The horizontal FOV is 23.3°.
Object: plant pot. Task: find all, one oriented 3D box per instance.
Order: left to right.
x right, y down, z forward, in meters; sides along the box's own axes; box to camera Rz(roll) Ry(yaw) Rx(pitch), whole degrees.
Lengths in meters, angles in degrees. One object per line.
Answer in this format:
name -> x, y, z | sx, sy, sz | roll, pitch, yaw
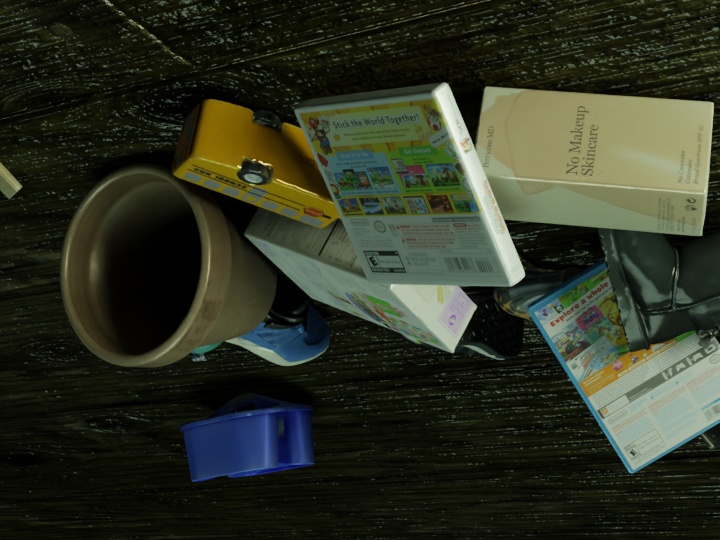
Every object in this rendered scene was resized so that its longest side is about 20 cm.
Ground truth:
plant pot -> -0.176, 0.004, 1.778 | 0.199, 0.203, 0.174 | -8, 168, 35

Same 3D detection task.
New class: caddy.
caddy -> -0.148, 0.216, 2.311 | 0.141, 0.106, 0.199 | -1, 169, -45

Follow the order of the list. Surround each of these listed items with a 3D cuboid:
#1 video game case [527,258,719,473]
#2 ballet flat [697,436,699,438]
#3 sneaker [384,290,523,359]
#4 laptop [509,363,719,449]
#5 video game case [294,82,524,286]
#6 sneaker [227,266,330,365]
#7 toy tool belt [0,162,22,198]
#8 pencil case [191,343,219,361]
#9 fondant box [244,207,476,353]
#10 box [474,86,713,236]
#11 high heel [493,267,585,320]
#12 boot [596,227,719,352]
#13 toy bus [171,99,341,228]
video game case -> 0.276, 0.082, 1.724 | 0.142, 0.018, 0.201 | -31, 100, 11
ballet flat -> 0.392, 0.195, 2.080 | 0.198, 0.057, 0.066 | 17, 169, 0
sneaker -> 0.098, 0.052, 1.863 | 0.082, 0.073, 0.199 | 1, 172, 40
laptop -> 0.288, 0.141, 1.868 | 0.116, 0.200, 0.187 | -45, 165, 16
video game case -> 0.040, -0.071, 1.522 | 0.199, 0.023, 0.183 | 1, 120, 53
sneaker -> -0.078, 0.047, 1.934 | 0.111, 0.078, 0.199 | -24, 150, 36
toy tool belt -> -0.433, -0.097, 1.707 | 0.198, 0.126, 0.123 | -7, 143, 34
pencil case -> -0.223, 0.021, 1.928 | 0.092, 0.086, 0.200 | -14, 147, 28
fondant box -> 0.000, 0.000, 1.740 | 0.199, 0.059, 0.144 | 22, 165, 38
box -> 0.198, -0.094, 1.497 | 0.198, 0.096, 0.078 | 4, 154, 10
high heel -> 0.241, 0.041, 1.827 | 0.199, 0.072, 0.142 | 22, 163, -28
boot -> 0.310, -0.016, 1.637 | 0.161, 0.074, 0.200 | -15, 120, 11
toy bus -> -0.069, -0.093, 1.637 | 0.198, 0.066, 0.078 | 19, 155, -20
